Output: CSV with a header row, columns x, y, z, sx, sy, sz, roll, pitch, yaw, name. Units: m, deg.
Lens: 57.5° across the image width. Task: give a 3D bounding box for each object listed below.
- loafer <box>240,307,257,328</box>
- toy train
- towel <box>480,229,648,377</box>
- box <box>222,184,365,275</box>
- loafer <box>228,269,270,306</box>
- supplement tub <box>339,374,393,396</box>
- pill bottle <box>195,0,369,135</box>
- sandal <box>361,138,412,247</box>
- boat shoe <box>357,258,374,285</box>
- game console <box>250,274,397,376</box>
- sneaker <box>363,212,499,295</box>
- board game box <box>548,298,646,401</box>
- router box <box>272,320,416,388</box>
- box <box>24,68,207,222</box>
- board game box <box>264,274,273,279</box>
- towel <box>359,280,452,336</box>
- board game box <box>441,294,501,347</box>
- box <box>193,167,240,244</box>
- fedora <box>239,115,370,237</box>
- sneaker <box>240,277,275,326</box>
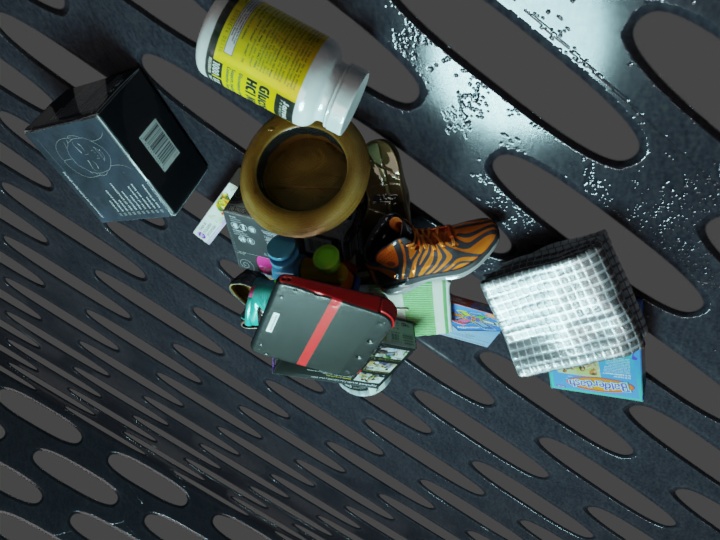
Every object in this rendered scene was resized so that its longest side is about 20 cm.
x,y,z,sx,sy,sz,roll,pitch,yaw,name
-0.144,0.102,1.280,0.196,0.064,0.073,7,139,26,loafer
-0.032,0.007,0.913,0.195,0.086,0.116,8,151,16,toy train
0.278,0.054,0.922,0.198,0.086,0.168,-21,104,38,towel
-0.097,-0.068,1.040,0.196,0.116,0.134,13,141,15,box
-0.158,0.074,1.205,0.198,0.072,0.074,31,111,12,loafer
-0.002,0.133,1.219,0.120,0.124,0.202,13,143,19,supplement tub
-0.093,-0.252,0.811,0.197,0.114,0.113,28,145,0,pill bottle
0.040,-0.104,0.967,0.078,0.054,0.204,5,125,17,sandal
0.000,0.000,1.100,0.195,0.073,0.073,-6,149,8,boat shoe
-0.055,0.082,0.929,0.173,0.032,0.201,17,141,-11,game console
0.095,-0.039,0.923,0.197,0.079,0.113,-25,137,10,sneaker
0.366,0.121,1.031,0.149,0.045,0.202,5,138,28,board game box
-0.030,0.126,1.060,0.196,0.052,0.150,13,140,-22,router box
-0.393,-0.194,1.069,0.193,0.125,0.202,-2,136,32,box
-0.134,0.025,1.256,0.196,0.026,0.202,14,142,19,board game box
0.048,0.063,1.051,0.195,0.024,0.154,-7,141,5,towel
0.142,0.075,1.107,0.196,0.020,0.104,16,145,-6,board game box
-0.239,-0.109,1.146,0.038,0.042,0.199,37,144,-13,box
-0.072,-0.131,0.928,0.196,0.205,0.082,11,172,21,fedora
-0.138,0.075,1.106,0.118,0.085,0.201,9,151,18,sneaker
